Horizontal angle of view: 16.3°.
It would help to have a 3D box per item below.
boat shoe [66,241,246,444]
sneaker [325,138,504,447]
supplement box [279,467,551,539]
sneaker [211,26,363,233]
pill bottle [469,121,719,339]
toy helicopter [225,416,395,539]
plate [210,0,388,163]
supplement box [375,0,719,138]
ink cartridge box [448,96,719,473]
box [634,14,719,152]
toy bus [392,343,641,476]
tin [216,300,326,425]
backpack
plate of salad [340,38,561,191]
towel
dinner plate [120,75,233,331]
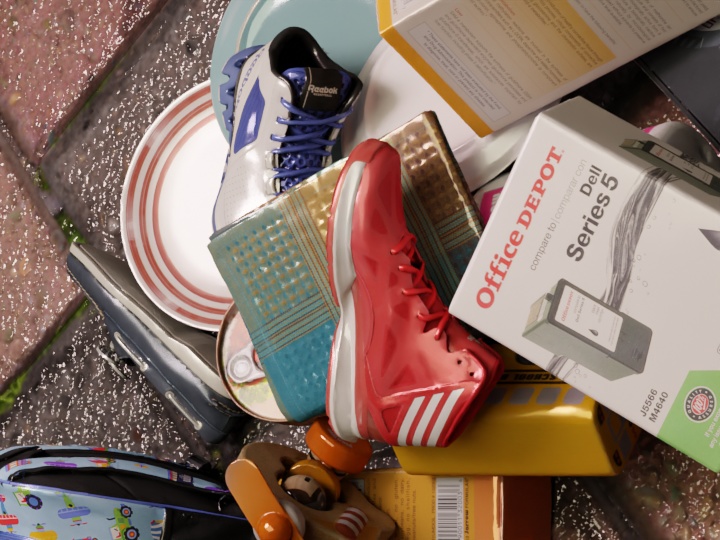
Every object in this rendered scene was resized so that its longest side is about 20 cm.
[{"bbox_3d":[-0.160,0.053,1.912,0.200,0.075,0.062,39,109,20],"label":"boat shoe"},{"bbox_3d":[0.043,0.018,1.612,0.115,0.078,0.201,8,109,23],"label":"sneaker"},{"bbox_3d":[0.034,0.169,1.750,0.199,0.066,0.069,-2,85,38],"label":"supplement box"},{"bbox_3d":[-0.051,-0.086,1.756,0.115,0.080,0.201,139,130,-59],"label":"sneaker"},{"bbox_3d":[0.141,-0.020,1.667,0.199,0.113,0.114,-17,73,34],"label":"pill bottle"},{"bbox_3d":[-0.013,0.180,1.660,0.200,0.132,0.079,43,111,31],"label":"toy helicopter"},{"bbox_3d":[-0.029,-0.159,1.854,0.199,0.026,0.202,-6,77,25],"label":"plate"},{"bbox_3d":[0.123,-0.186,1.613,0.199,0.126,0.074,-26,44,23],"label":"supplement box"},{"bbox_3d":[0.174,0.006,1.533,0.199,0.084,0.146,30,111,16],"label":"ink cartridge box"},{"bbox_3d":[0.266,-0.189,1.621,0.200,0.043,0.160,-54,42,18],"label":"box"},{"bbox_3d":[0.086,0.093,1.672,0.199,0.065,0.078,-3,38,32],"label":"toy bus"},{"bbox_3d":[-0.010,0.038,1.798,0.199,0.042,0.113,-26,64,17],"label":"tin"},{"bbox_3d":[-0.180,0.196,1.799,0.182,0.199,0.136,-168,89,-68],"label":"backpack"},{"bbox_3d":[0.072,-0.124,1.745,0.199,0.048,0.201,-23,47,28],"label":"plate of salad"},{"bbox_3d":[0.000,0.000,1.682,0.199,0.022,0.147,-30,79,29],"label":"towel"},{"bbox_3d":[-0.089,-0.051,1.886,0.199,0.024,0.202,-5,77,22],"label":"dinner plate"}]
